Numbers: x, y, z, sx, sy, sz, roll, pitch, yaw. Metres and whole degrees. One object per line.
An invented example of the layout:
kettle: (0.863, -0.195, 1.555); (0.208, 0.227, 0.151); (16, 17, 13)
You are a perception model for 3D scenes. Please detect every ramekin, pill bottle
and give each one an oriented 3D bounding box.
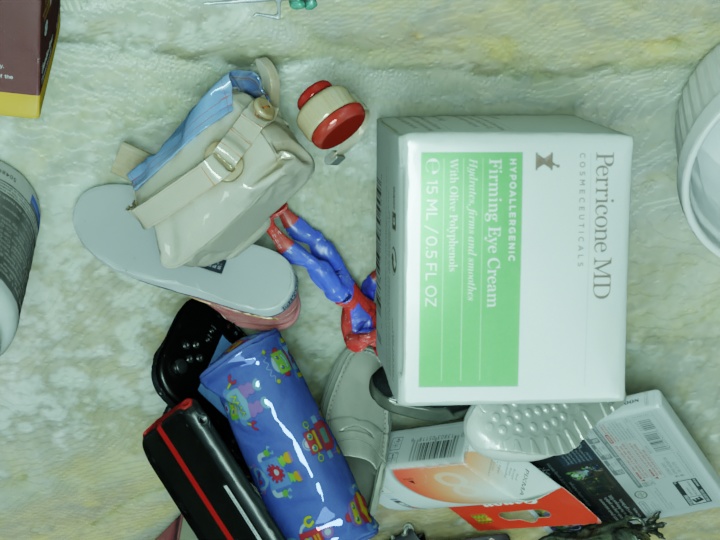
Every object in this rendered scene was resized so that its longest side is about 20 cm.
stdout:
ramekin: (0.340, -0.104, 1.226); (0.199, 0.105, 0.201); (-1, 128, -2)
pill bottle: (-0.319, 0.008, 1.226); (0.113, 0.200, 0.114); (-1, 128, -1)

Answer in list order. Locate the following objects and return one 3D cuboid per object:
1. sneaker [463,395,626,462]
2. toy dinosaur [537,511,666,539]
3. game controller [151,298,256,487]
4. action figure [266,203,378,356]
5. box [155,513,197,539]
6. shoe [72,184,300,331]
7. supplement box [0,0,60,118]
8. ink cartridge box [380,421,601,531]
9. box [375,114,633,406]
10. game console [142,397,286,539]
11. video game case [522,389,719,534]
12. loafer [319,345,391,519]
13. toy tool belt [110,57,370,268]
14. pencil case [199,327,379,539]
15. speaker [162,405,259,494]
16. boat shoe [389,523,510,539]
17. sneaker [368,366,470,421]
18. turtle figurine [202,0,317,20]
sneaker: (0.140, 0.123, 1.284); (0.080, 0.077, 0.200); (-34, 165, 37)
toy dinosaur: (0.235, 0.259, 1.496); (0.088, 0.048, 0.200); (2, 167, -30)
game controller: (-0.101, 0.115, 1.363); (0.042, 0.105, 0.200); (-10, 132, 45)
action figure: (0.000, 0.000, 1.318); (0.099, 0.065, 0.200); (-17, 127, 22)
box: (-0.162, 0.335, 1.548); (0.128, 0.109, 0.200); (31, 121, -23)
shoe: (-0.142, -0.005, 1.305); (0.199, 0.072, 0.091); (21, 165, 9)
supplement box: (-0.308, -0.233, 1.080); (0.196, 0.133, 0.201); (5, 128, -6)
ink cartridge box: (0.100, 0.211, 1.452); (0.162, 0.050, 0.200); (-13, 136, 44)
box: (0.102, -0.014, 1.187); (0.170, 0.200, 0.200); (-1, 99, -5)
game console: (-0.106, 0.202, 1.297); (0.200, 0.031, 0.177); (57, 154, 1)
video game case: (0.225, 0.184, 1.457); (0.181, 0.023, 0.200); (-16, 140, 23)
loafer: (-0.005, 0.161, 1.372); (0.070, 0.201, 0.070); (8, 165, -11)
toy tool belt: (-0.101, -0.102, 1.202); (0.200, 0.125, 0.123); (-42, 75, 21)
pencil case: (-0.061, 0.149, 1.290); (0.087, 0.078, 0.201); (-28, 87, 36)
speaker: (-0.090, 0.181, 1.449); (0.081, 0.081, 0.200); (-34, 122, 22)
boat shoe: (0.056, 0.285, 1.560); (0.199, 0.063, 0.073); (2, 166, 10)
sneaker: (0.105, 0.069, 1.366); (0.198, 0.076, 0.115); (-3, 124, -14)
turtle figurine: (-0.037, -0.270, 1.085); (0.199, 0.101, 0.150); (-23, 142, -4)
